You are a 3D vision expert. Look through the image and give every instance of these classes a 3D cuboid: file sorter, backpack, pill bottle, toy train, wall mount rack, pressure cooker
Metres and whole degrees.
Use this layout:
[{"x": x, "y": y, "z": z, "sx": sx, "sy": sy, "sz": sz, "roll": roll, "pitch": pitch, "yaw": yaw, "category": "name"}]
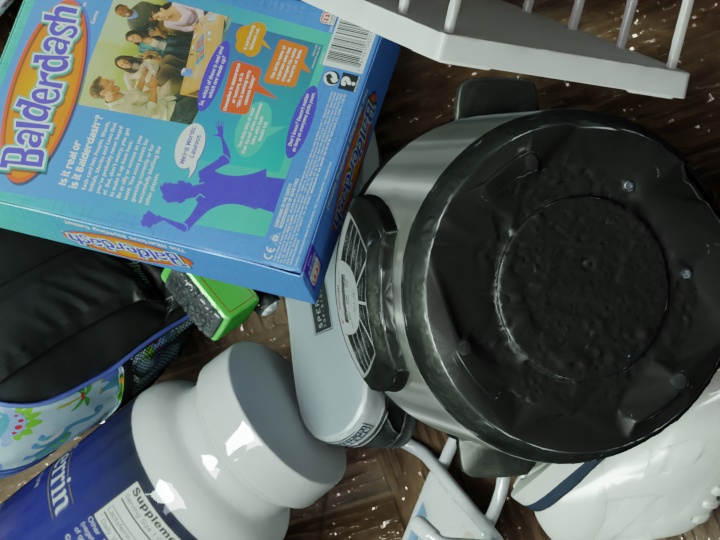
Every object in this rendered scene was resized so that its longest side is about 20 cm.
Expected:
[{"x": 0.063, "y": -0.172, "z": 1.184, "sx": 0.200, "sy": 0.139, "sz": 0.125, "roll": 32, "pitch": 112, "yaw": 59, "category": "file sorter"}, {"x": -0.202, "y": 0.021, "z": 1.361, "sx": 0.183, "sy": 0.200, "sz": 0.147, "roll": 44, "pitch": 135, "yaw": 8, "category": "backpack"}, {"x": -0.111, "y": 0.133, "z": 1.339, "sx": 0.200, "sy": 0.116, "sz": 0.116, "roll": -38, "pitch": 85, "yaw": 21, "category": "pill bottle"}, {"x": -0.120, "y": -0.046, "z": 1.334, "sx": 0.200, "sy": 0.056, "sz": 0.042, "roll": 49, "pitch": 148, "yaw": 11, "category": "toy train"}, {"x": 0.003, "y": 0.156, "z": 1.372, "sx": 0.174, "sy": 0.074, "sz": 0.200, "roll": 47, "pitch": 121, "yaw": 50, "category": "wall mount rack"}, {"x": 0.080, "y": 0.008, "z": 1.231, "sx": 0.179, "sy": 0.200, "sz": 0.176, "roll": 44, "pitch": 82, "yaw": -13, "category": "pressure cooker"}]

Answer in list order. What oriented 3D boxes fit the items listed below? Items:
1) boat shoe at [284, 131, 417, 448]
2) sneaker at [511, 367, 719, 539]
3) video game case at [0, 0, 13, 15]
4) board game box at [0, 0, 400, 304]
[{"x": 0.002, "y": -0.001, "z": 1.335, "sx": 0.074, "sy": 0.068, "sz": 0.200, "roll": -24, "pitch": 66, "yaw": 38, "category": "boat shoe"}, {"x": 0.175, "y": 0.087, "z": 1.283, "sx": 0.200, "sy": 0.076, "sz": 0.081, "roll": -38, "pitch": 97, "yaw": 30, "category": "sneaker"}, {"x": -0.275, "y": -0.196, "z": 1.313, "sx": 0.200, "sy": 0.023, "sz": 0.182, "roll": 48, "pitch": 115, "yaw": 5, "category": "video game case"}, {"x": -0.096, "y": -0.079, "z": 1.273, "sx": 0.200, "sy": 0.045, "sz": 0.152, "roll": 14, "pitch": 72, "yaw": 15, "category": "board game box"}]
